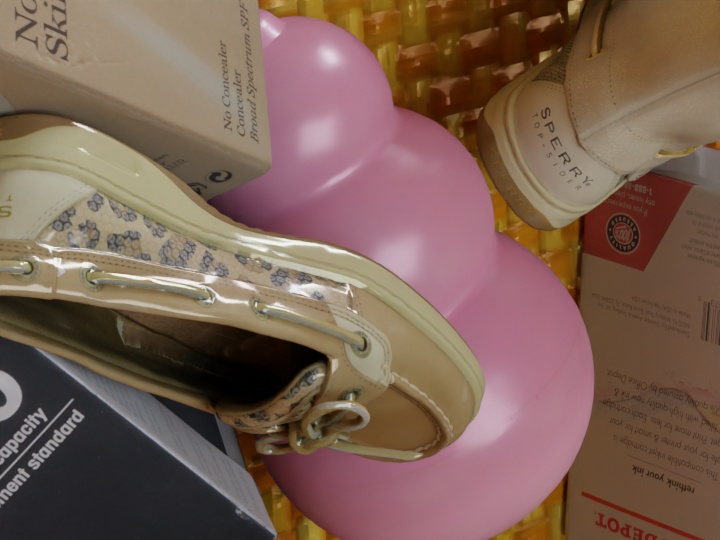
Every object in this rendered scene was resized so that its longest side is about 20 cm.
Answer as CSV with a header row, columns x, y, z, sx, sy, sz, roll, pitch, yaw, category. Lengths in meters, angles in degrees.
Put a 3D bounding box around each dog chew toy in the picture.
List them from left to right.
x,y,z,sx,sy,sz,roll,pitch,yaw,category
0.000,0.000,1.007,0.124,0.124,0.200,-39,115,-24,dog chew toy

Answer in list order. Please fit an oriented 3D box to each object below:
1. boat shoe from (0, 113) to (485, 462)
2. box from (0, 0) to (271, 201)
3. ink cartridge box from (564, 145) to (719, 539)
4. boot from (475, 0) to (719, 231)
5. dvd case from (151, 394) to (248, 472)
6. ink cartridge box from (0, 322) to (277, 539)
x,y,z,sx,sy,sz,roll,pitch,yaw,category
-0.045,0.022,0.893,0.200,0.073,0.063,26,49,-30,boat shoe
-0.121,-0.084,0.871,0.200,0.078,0.095,20,57,-50,box
0.144,0.061,1.135,0.067,0.116,0.201,-8,107,-37,ink cartridge box
0.144,-0.097,1.044,0.072,0.154,0.200,55,42,-8,boot
-0.107,0.084,1.000,0.150,0.025,0.201,-32,120,-28,dvd case
-0.158,0.093,0.908,0.198,0.043,0.200,-46,125,5,ink cartridge box
